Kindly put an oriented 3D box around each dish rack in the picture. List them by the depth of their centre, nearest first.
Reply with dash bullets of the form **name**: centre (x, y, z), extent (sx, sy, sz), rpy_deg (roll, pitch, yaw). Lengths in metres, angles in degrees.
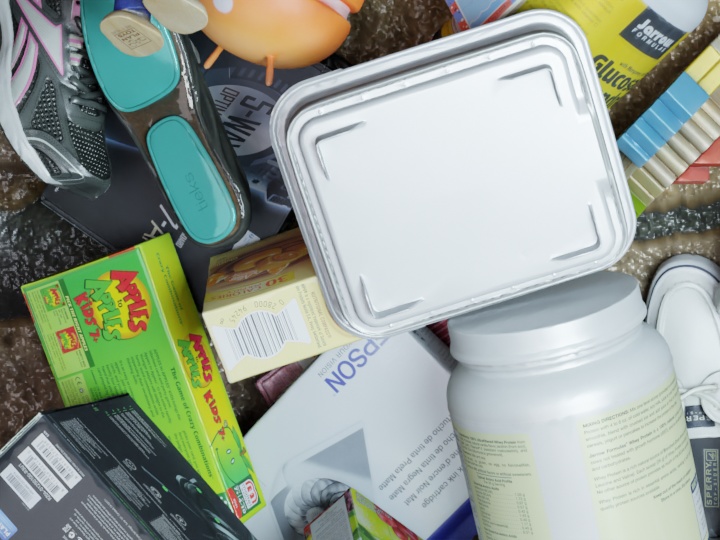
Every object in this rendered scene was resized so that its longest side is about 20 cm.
- **dish rack**: centre (0.058, -0.051, 1.143), extent (0.199, 0.044, 0.173), rpy_deg (-17, 108, 4)

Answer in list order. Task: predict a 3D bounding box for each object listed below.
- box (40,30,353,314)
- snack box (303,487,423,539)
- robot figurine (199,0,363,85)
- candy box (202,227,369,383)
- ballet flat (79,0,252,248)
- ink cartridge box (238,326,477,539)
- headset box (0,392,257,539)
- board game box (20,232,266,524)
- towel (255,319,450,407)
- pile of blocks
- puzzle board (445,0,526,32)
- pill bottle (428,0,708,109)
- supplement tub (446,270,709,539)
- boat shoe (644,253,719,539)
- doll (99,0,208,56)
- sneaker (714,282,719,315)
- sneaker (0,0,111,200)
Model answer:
- **box**: centre (-0.107, -0.088, 1.313), extent (0.160, 0.044, 0.201), rpy_deg (35, 111, 5)
- **snack box**: centre (0.055, 0.250, 1.264), extent (0.053, 0.143, 0.200), rpy_deg (-41, 121, 18)
- **robot figurine**: centre (-0.040, -0.214, 1.203), extent (0.143, 0.117, 0.201), rpy_deg (22, 89, 8)
- **candy box**: centre (0.000, 0.000, 1.242), extent (0.199, 0.116, 0.056), rpy_deg (-18, 109, 5)
- **ballet flat**: centre (-0.126, -0.109, 1.251), extent (0.068, 0.068, 0.201), rpy_deg (-19, 98, 18)
- **ink cartridge box**: centre (0.021, 0.148, 1.320), extent (0.200, 0.041, 0.200), rpy_deg (42, 111, 0)
- **headset box**: centre (-0.145, 0.174, 1.203), extent (0.093, 0.200, 0.174), rpy_deg (-43, 85, 7)
- **board game box**: centre (-0.149, 0.087, 1.314), extent (0.101, 0.048, 0.201), rpy_deg (-18, 94, 23)
- **towel**: centre (0.040, 0.092, 1.333), extent (0.199, 0.023, 0.145), rpy_deg (-30, 96, 21)
- **pile of blocks**: centre (0.188, -0.066, 1.214), extent (0.062, 0.082, 0.200), rpy_deg (43, 111, 1)
- **puzzle board**: centre (0.111, -0.251, 1.165), extent (0.017, 0.151, 0.200), rpy_deg (27, 119, -39)
- **pill bottle**: centre (0.143, -0.165, 1.184), extent (0.112, 0.112, 0.200), rpy_deg (46, 112, 0)
- **supplement tub**: centre (0.135, 0.114, 1.201), extent (0.144, 0.145, 0.201), rpy_deg (-9, 103, 18)
- **boat shoe**: centre (0.221, 0.092, 1.257), extent (0.071, 0.066, 0.201), rpy_deg (1, 105, 16)
- **doll**: centre (-0.122, -0.231, 1.179), extent (0.136, 0.201, 0.048), rpy_deg (-20, 143, 38)
- **sneaker**: centre (0.286, -0.063, 1.186), extent (0.080, 0.116, 0.200), rpy_deg (14, 133, -1)
- **sneaker**: centre (-0.197, -0.150, 1.271), extent (0.086, 0.080, 0.201), rpy_deg (-23, 77, 25)
